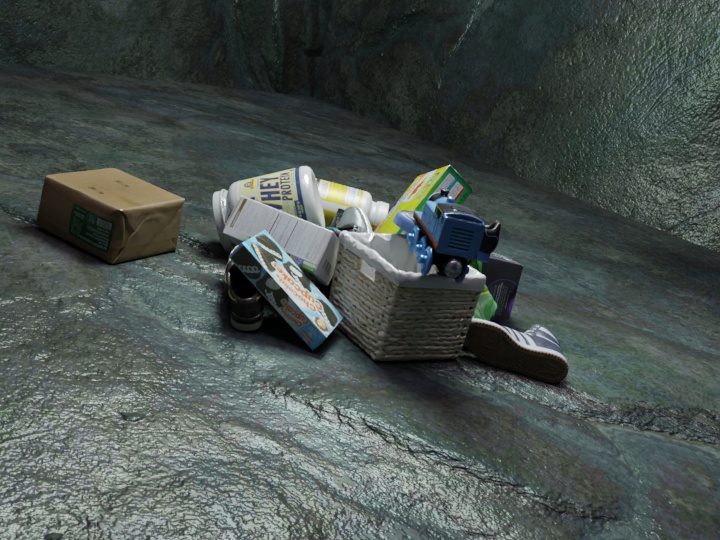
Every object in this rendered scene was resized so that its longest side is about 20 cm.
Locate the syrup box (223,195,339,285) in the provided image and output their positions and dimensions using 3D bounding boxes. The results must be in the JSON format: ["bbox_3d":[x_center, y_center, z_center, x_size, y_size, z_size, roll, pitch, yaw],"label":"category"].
[{"bbox_3d":[-0.135,-0.053,1.459,0.197,0.082,0.079,21,-13,21],"label":"syrup box"}]

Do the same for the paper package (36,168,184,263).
[{"bbox_3d":[-0.456,-0.106,1.519,0.198,0.105,0.190,24,21,23],"label":"paper package"}]

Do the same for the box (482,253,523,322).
[{"bbox_3d":[0.204,0.017,1.645,0.197,0.124,0.106,13,8,-10],"label":"box"}]

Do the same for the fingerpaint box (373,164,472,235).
[{"bbox_3d":[0.108,-0.100,1.625,0.073,0.201,0.167,42,-14,-13],"label":"fingerpaint box"}]

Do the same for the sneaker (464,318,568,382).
[{"bbox_3d":[0.271,0.127,1.471,0.197,0.071,0.109,23,23,1],"label":"sneaker"}]

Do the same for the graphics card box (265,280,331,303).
[{"bbox_3d":[-0.134,0.010,1.525,0.124,0.052,0.199,23,20,22],"label":"graphics card box"}]

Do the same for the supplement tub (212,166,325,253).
[{"bbox_3d":[-0.177,-0.115,1.619,0.196,0.147,0.145,-12,18,3],"label":"supplement tub"}]

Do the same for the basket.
[{"bbox_3d":[0.072,0.042,1.416,0.197,0.163,0.198,1,22,-35],"label":"basket"}]

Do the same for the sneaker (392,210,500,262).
[{"bbox_3d":[0.157,-0.083,1.480,0.197,0.079,0.070,19,13,-15],"label":"sneaker"}]

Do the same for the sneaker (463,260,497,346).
[{"bbox_3d":[0.208,0.051,1.537,0.083,0.203,0.074,22,-30,-32],"label":"sneaker"}]

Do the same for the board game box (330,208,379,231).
[{"bbox_3d":[0.038,-0.067,1.781,0.197,0.057,0.165,24,2,-9],"label":"board game box"}]

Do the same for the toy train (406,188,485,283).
[{"bbox_3d":[0.134,-0.059,1.321,0.085,0.116,0.200,13,19,-12],"label":"toy train"}]

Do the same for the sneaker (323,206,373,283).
[{"bbox_3d":[-0.036,-0.057,1.537,0.082,0.203,0.121,-16,-36,22],"label":"sneaker"}]

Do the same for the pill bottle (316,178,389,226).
[{"bbox_3d":[-0.036,-0.143,1.969,0.197,0.113,0.112,15,17,-3],"label":"pill bottle"}]

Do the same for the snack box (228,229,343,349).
[{"bbox_3d":[-0.117,0.029,1.343,0.200,0.037,0.116,48,18,-1],"label":"snack box"}]

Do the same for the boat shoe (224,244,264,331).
[{"bbox_3d":[-0.189,0.013,1.368,0.070,0.061,0.202,-3,37,-11],"label":"boat shoe"}]
